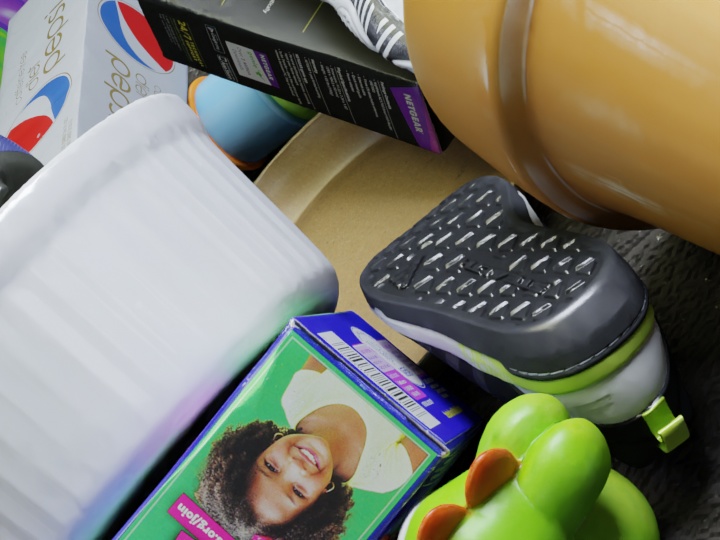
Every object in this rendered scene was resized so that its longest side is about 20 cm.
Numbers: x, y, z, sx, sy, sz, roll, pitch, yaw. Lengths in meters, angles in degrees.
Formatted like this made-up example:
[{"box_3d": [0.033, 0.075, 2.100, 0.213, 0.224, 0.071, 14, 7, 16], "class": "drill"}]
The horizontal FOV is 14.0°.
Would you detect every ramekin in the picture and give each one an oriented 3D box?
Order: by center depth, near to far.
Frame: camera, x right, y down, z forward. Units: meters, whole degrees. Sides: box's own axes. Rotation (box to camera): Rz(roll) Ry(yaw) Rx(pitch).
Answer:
[{"box_3d": [-0.098, 0.041, 1.098, 0.201, 0.098, 0.201, -48, -9, -10], "class": "ramekin"}]

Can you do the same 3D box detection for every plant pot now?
[{"box_3d": [0.145, -0.080, 0.975, 0.200, 0.200, 0.183, -51, 46, 4], "class": "plant pot"}, {"box_3d": [0.000, 0.000, 1.230, 0.200, 0.027, 0.201, -35, 36, 30], "class": "plant pot"}]

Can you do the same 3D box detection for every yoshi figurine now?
[{"box_3d": [0.041, 0.140, 0.999, 0.201, 0.112, 0.112, -62, -5, 10], "class": "yoshi figurine"}]

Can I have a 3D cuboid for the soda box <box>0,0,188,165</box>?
[{"box_3d": [-0.122, -0.068, 1.325, 0.068, 0.064, 0.200, -43, 26, 24], "class": "soda box"}]

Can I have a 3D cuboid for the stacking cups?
[{"box_3d": [-0.050, -0.082, 1.344, 0.200, 0.060, 0.061, -33, 37, 31], "class": "stacking cups"}]

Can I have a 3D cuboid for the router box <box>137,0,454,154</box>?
[{"box_3d": [0.019, -0.157, 1.247, 0.149, 0.051, 0.200, 21, 64, 30], "class": "router box"}]

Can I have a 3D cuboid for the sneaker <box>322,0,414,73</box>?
[{"box_3d": [0.022, -0.153, 1.129, 0.200, 0.075, 0.115, 39, 128, 37], "class": "sneaker"}]

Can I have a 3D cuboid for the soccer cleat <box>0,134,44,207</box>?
[{"box_3d": [-0.178, 0.039, 1.224, 0.084, 0.065, 0.201, 23, 101, 46], "class": "soccer cleat"}]

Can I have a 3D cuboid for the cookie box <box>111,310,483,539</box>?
[{"box_3d": [-0.050, 0.113, 1.061, 0.200, 0.075, 0.171, -51, -5, 4], "class": "cookie box"}]

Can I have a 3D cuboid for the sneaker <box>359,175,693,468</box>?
[{"box_3d": [0.061, 0.027, 1.066, 0.072, 0.083, 0.200, -38, 21, -5], "class": "sneaker"}]

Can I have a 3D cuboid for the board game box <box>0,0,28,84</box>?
[{"box_3d": [-0.216, -0.088, 1.532, 0.200, 0.103, 0.105, -48, 31, 10], "class": "board game box"}]
